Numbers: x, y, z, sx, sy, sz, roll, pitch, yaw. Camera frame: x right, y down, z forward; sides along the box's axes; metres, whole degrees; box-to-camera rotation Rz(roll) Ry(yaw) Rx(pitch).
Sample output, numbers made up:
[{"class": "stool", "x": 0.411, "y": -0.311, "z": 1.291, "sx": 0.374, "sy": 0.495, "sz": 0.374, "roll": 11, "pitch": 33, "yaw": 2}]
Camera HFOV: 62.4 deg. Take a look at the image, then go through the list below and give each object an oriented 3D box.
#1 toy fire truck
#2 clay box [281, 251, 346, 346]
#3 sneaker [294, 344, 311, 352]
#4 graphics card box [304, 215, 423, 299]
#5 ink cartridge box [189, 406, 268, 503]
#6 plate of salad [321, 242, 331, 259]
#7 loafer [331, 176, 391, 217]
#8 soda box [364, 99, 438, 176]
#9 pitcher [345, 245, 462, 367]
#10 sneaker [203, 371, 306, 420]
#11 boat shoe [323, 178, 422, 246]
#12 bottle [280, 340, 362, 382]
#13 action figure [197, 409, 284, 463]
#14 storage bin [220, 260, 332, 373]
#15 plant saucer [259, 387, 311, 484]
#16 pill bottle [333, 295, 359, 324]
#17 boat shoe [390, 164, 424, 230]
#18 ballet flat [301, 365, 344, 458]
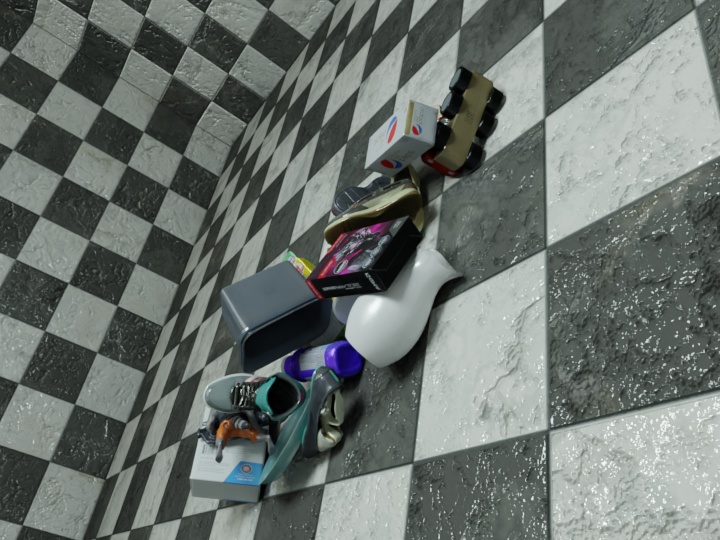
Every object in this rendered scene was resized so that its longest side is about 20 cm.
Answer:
[{"class": "toy fire truck", "x": 0.154, "y": -0.273, "z": 1.139, "sx": 0.181, "sy": 0.126, "sz": 0.199, "roll": -68, "pitch": 13, "yaw": -12}, {"class": "clay box", "x": -0.103, "y": 0.066, "z": 1.234, "sx": 0.200, "sy": 0.047, "sz": 0.116, "roll": 46, "pitch": 110, "yaw": 21}, {"class": "sneaker", "x": -0.104, "y": 0.093, "z": 1.319, "sx": 0.205, "sy": 0.074, "sz": 0.099, "roll": -64, "pitch": 25, "yaw": -4}, {"class": "graphics card box", "x": 0.002, "y": -0.017, "z": 0.997, "sx": 0.197, "sy": 0.051, "sz": 0.126, "roll": -8, "pitch": 38, "yaw": 53}, {"class": "ink cartridge box", "x": -0.271, "y": 0.373, "z": 1.268, "sx": 0.204, "sy": 0.140, "sz": 0.085, "roll": -89, "pitch": 9, "yaw": -45}, {"class": "plate of salad", "x": -0.047, "y": -0.084, "z": 1.420, "sx": 0.200, "sy": 0.047, "sz": 0.204, "roll": -45, "pitch": 29, "yaw": 33}, {"class": "loafer", "x": 0.006, "y": -0.142, "z": 1.266, "sx": 0.198, "sy": 0.072, "sz": 0.063, "roll": -30, "pitch": -17, "yaw": -45}, {"class": "soda box", "x": 0.072, "y": -0.241, "z": 1.106, "sx": 0.199, "sy": 0.062, "sz": 0.071, "roll": 159, "pitch": 122, "yaw": -69}, {"class": "pitcher", "x": 0.057, "y": 0.045, "z": 0.995, "sx": 0.202, "sy": 0.120, "sz": 0.172, "roll": -52, "pitch": 26, "yaw": 3}, {"class": "sneaker", "x": -0.190, "y": 0.231, "z": 1.091, "sx": 0.121, "sy": 0.193, "sz": 0.087, "roll": 144, "pitch": 125, "yaw": -72}, {"class": "boat shoe", "x": 0.021, "y": -0.107, "z": 1.111, "sx": 0.195, "sy": 0.074, "sz": 0.066, "roll": -21, "pitch": 44, "yaw": 8}, {"class": "bottle", "x": -0.083, "y": 0.179, "z": 1.151, "sx": 0.197, "sy": 0.082, "sz": 0.068, "roll": -17, "pitch": 79, "yaw": 48}, {"class": "action figure", "x": -0.230, "y": 0.296, "z": 1.199, "sx": 0.193, "sy": 0.194, "sz": 0.108, "roll": 37, "pitch": 136, "yaw": 56}, {"class": "storage bin", "x": -0.171, "y": 0.082, "z": 1.146, "sx": 0.135, "sy": 0.196, "sz": 0.148, "roll": 48, "pitch": 148, "yaw": 29}, {"class": "plant saucer", "x": -0.132, "y": 0.319, "z": 1.141, "sx": 0.204, "sy": 0.027, "sz": 0.200, "roll": -60, "pitch": 5, "yaw": 8}, {"class": "pill bottle", "x": 0.000, "y": 0.000, "z": 1.158, "sx": 0.113, "sy": 0.112, "sz": 0.204, "roll": -41, "pitch": 31, "yaw": 38}, {"class": "boat shoe", "x": 0.086, "y": -0.144, "z": 1.167, "sx": 0.071, "sy": 0.064, "sz": 0.204, "roll": -11, "pitch": 43, "yaw": 19}, {"class": "ballet flat", "x": -0.061, "y": 0.264, "z": 1.041, "sx": 0.074, "sy": 0.070, "sz": 0.206, "roll": -112, "pitch": 27, "yaw": -60}]
